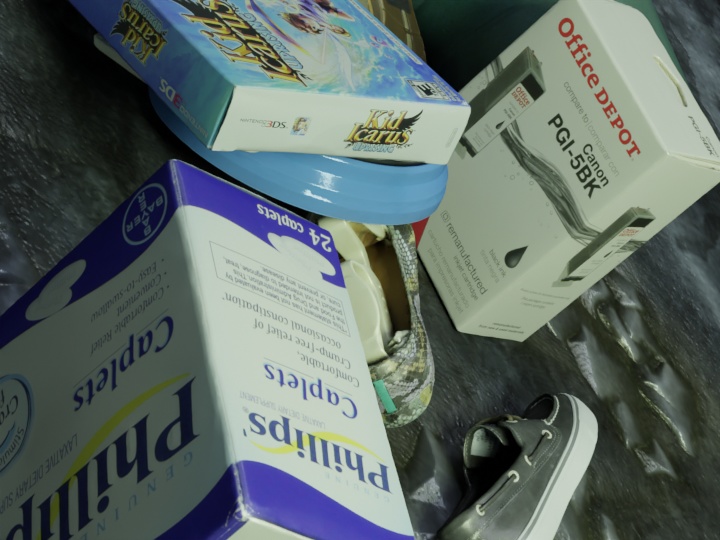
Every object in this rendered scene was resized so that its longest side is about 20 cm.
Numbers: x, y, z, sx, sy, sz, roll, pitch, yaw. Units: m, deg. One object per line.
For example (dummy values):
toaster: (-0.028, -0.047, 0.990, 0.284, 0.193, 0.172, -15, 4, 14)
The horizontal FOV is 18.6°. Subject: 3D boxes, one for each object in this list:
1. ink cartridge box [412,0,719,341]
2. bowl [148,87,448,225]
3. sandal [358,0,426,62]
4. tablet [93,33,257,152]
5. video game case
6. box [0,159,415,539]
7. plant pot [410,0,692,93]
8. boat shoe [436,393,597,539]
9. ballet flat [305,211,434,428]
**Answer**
ink cartridge box: (0.126, -0.069, 1.483, 0.083, 0.200, 0.147, 9, 47, -50)
bowl: (-0.034, -0.099, 1.382, 0.200, 0.040, 0.201, 20, 25, -10)
sandal: (0.005, -0.173, 1.573, 0.080, 0.054, 0.201, 20, 60, -59)
tablet: (-0.057, -0.118, 1.336, 0.130, 0.014, 0.200, 36, 26, 23)
video game case: (-0.061, -0.137, 1.299, 0.181, 0.046, 0.200, 0, 35, -41)
box: (-0.090, 0.089, 0.982, 0.105, 0.184, 0.201, 26, 35, -39)
plant pot: (0.153, -0.143, 1.649, 0.200, 0.200, 0.197, -12, 73, -60)
boat shoe: (0.089, 0.122, 1.342, 0.066, 0.070, 0.200, 46, 35, -9)
ballet flat: (0.000, 0.000, 1.343, 0.072, 0.072, 0.201, 25, 37, -39)
